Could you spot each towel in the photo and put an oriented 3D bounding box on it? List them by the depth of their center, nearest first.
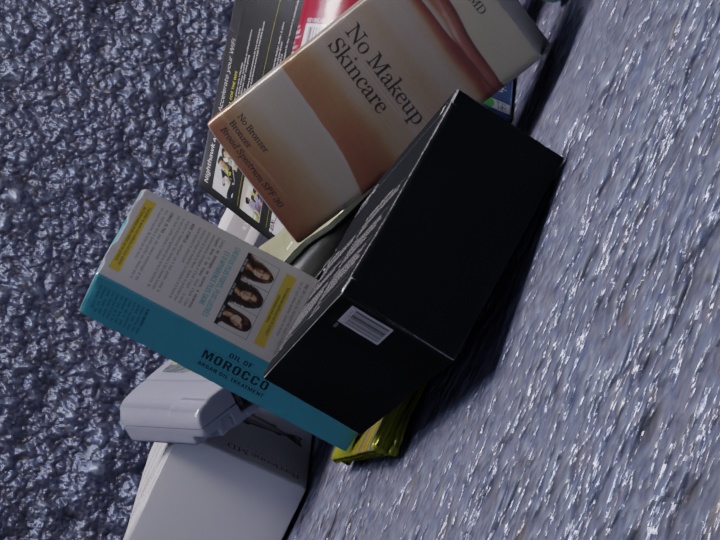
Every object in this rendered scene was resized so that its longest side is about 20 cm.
[{"bbox_3d":[0.017,0.087,1.403,0.087,0.018,0.200,-63,4,-10],"label":"towel"}]

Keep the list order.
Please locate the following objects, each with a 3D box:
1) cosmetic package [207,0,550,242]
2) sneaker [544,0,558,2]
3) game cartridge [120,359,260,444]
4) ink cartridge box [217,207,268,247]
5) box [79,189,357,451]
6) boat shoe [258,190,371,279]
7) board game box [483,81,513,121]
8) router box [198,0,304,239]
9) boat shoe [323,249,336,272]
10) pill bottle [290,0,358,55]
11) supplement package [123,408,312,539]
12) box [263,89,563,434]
[{"bbox_3d":[0.013,-0.120,1.362,0.200,0.104,0.087,-38,4,14],"label":"cosmetic package"},{"bbox_3d":[0.091,-0.273,1.453,0.201,0.139,0.078,-77,12,-56],"label":"sneaker"},{"bbox_3d":[-0.091,0.070,1.678,0.200,0.041,0.133,-37,16,-33],"label":"game cartridge"},{"bbox_3d":[-0.096,0.036,1.941,0.200,0.050,0.162,66,-136,-60],"label":"ink cartridge box"},{"bbox_3d":[-0.076,0.032,1.392,0.049,0.199,0.083,-57,6,50],"label":"box"},{"bbox_3d":[-0.023,-0.017,1.525,0.201,0.063,0.074,-47,19,21],"label":"boat shoe"},{"bbox_3d":[0.069,-0.106,1.534,0.200,0.034,0.136,-79,13,-59],"label":"board game box"},{"bbox_3d":[-0.053,-0.130,1.665,0.149,0.051,0.201,37,121,44],"label":"router box"},{"bbox_3d":[0.006,0.017,1.459,0.200,0.073,0.068,-60,7,33],"label":"boat shoe"},{"bbox_3d":[0.022,-0.211,1.514,0.113,0.112,0.202,-178,103,-83],"label":"pill bottle"},{"bbox_3d":[-0.113,0.165,1.758,0.118,0.116,0.200,-63,8,17],"label":"supplement package"},{"bbox_3d":[0.027,0.001,1.239,0.142,0.078,0.200,-63,6,-21],"label":"box"}]
